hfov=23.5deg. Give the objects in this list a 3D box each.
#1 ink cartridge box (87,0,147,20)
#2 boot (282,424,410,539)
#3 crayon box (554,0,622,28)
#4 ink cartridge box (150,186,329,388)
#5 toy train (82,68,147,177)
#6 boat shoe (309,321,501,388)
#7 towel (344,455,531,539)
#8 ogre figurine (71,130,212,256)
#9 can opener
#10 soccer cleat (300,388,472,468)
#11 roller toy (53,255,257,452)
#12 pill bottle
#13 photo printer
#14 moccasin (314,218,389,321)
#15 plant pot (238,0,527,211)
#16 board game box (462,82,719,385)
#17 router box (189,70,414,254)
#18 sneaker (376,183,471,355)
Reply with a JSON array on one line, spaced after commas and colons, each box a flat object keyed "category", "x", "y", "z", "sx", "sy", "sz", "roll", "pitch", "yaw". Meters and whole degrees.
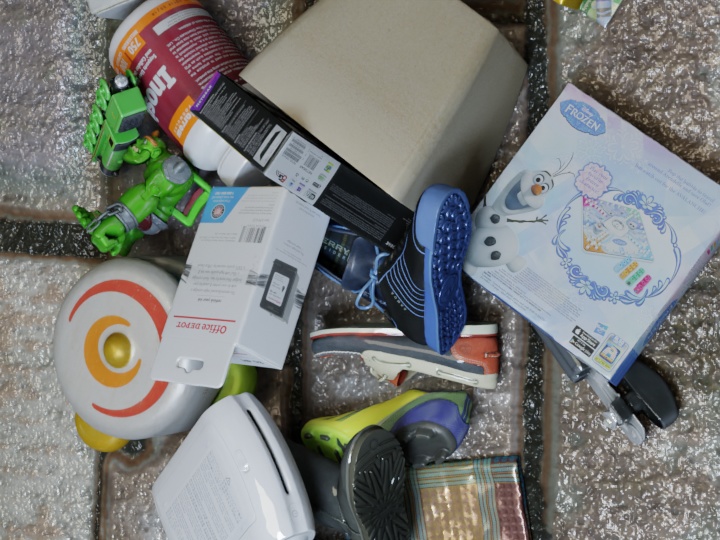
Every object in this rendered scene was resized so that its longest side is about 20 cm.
[{"category": "ink cartridge box", "x": -0.225, "y": -0.375, "z": 1.791, "sx": 0.144, "sy": 0.083, "sz": 0.202, "roll": -16, "pitch": 84, "yaw": 26}, {"category": "boot", "x": -0.045, "y": 0.189, "z": 1.678, "sx": 0.199, "sy": 0.072, "sz": 0.183, "roll": 31, "pitch": 137, "yaw": 40}, {"category": "crayon box", "x": 0.176, "y": -0.333, "z": 1.607, "sx": 0.199, "sy": 0.051, "sz": 0.126, "roll": 38, "pitch": 108, "yaw": 20}, {"category": "ink cartridge box", "x": -0.116, "y": 0.024, "z": 1.650, "sx": 0.115, "sy": 0.066, "sz": 0.202, "roll": 3, "pitch": 70, "yaw": 46}, {"category": "toy train", "x": -0.251, "y": -0.147, "z": 1.773, "sx": 0.041, "sy": 0.200, "sz": 0.057, "roll": -22, "pitch": 81, "yaw": -19}, {"category": "boat shoe", "x": 0.041, "y": 0.082, "z": 1.681, "sx": 0.198, "sy": 0.071, "sz": 0.063, "roll": -1, "pitch": 94, "yaw": 23}, {"category": "towel", "x": 0.073, "y": 0.263, "z": 1.694, "sx": 0.198, "sy": 0.022, "sz": 0.148, "roll": -10, "pitch": 88, "yaw": 27}, {"category": "ogre figurine", "x": -0.217, "y": -0.071, "z": 1.755, "sx": 0.120, "sy": 0.200, "sz": 0.098, "roll": -41, "pitch": 75, "yaw": 1}, {"category": "can opener", "x": 0.213, "y": 0.076, "z": 1.609, "sx": 0.066, "sy": 0.053, "sz": 0.200, "roll": -35, "pitch": 75, "yaw": -13}, {"category": "soccer cleat", "x": 0.027, "y": 0.155, "z": 1.699, "sx": 0.199, "sy": 0.084, "sz": 0.065, "roll": -10, "pitch": 124, "yaw": 41}, {"category": "roller toy", "x": -0.218, "y": 0.078, "z": 1.770, "sx": 0.199, "sy": 0.139, "sz": 0.184, "roll": -20, "pitch": 83, "yaw": 26}, {"category": "pill bottle", "x": -0.156, "y": -0.177, "z": 1.745, "sx": 0.113, "sy": 0.113, "sz": 0.200, "roll": -47, "pitch": 72, "yaw": 20}, {"category": "photo printer", "x": -0.121, "y": 0.225, "z": 1.671, "sx": 0.167, "sy": 0.069, "sz": 0.200, "roll": 63, "pitch": 141, "yaw": 24}, {"category": "moccasin", "x": 0.000, "y": 0.000, "z": 1.697, "sx": 0.198, "sy": 0.068, "sz": 0.081, "roll": 19, "pitch": 100, "yaw": 25}, {"category": "plant pot", "x": 0.041, "y": -0.175, "z": 1.610, "sx": 0.199, "sy": 0.200, "sz": 0.178, "roll": 39, "pitch": 95, "yaw": 20}, {"category": "board game box", "x": 0.211, "y": -0.034, "z": 1.574, "sx": 0.199, "sy": 0.043, "sz": 0.200, "roll": 37, "pitch": 91, "yaw": 21}, {"category": "router box", "x": -0.048, "y": -0.098, "z": 1.621, "sx": 0.051, "sy": 0.199, "sz": 0.149, "roll": -54, "pitch": 43, "yaw": 5}, {"category": "sneaker", "x": 0.052, "y": -0.007, "z": 1.561, "sx": 0.077, "sy": 0.070, "sz": 0.201, "roll": 26, "pitch": 141, "yaw": 24}]
